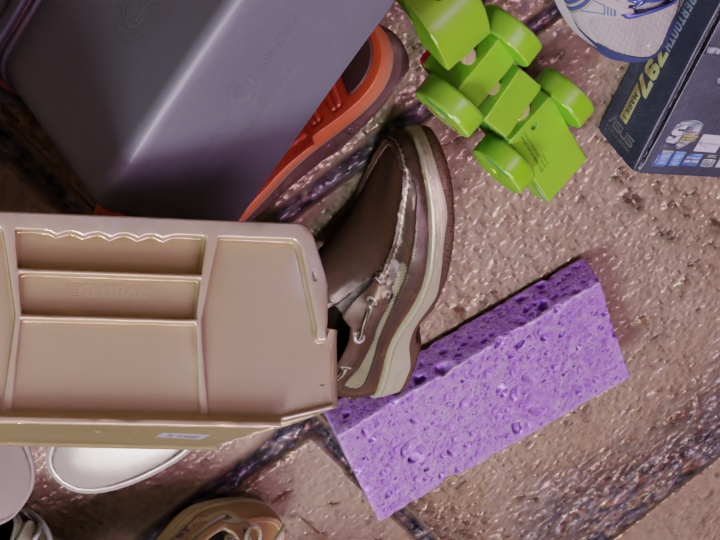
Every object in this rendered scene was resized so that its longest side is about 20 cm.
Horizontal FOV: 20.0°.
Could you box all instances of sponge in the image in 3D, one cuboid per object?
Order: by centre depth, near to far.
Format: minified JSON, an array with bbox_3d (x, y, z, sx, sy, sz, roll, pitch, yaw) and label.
[{"bbox_3d":[0.079,0.079,1.339,0.199,0.030,0.112,-29,140,-5],"label":"sponge"}]

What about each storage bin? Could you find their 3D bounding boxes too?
[{"bbox_3d":[-0.071,-0.116,0.965,0.145,0.135,0.200,16,120,-42],"label":"storage bin"},{"bbox_3d":[-0.125,0.034,0.980,0.197,0.094,0.200,2,171,-13],"label":"storage bin"}]

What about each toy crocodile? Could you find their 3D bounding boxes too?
[{"bbox_3d":[0.075,-0.099,1.141,0.068,0.062,0.200,-51,144,-1],"label":"toy crocodile"}]

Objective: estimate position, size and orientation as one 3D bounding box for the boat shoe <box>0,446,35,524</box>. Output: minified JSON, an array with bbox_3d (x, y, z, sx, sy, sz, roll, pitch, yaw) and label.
[{"bbox_3d":[-0.248,0.079,1.111,0.067,0.057,0.200,-55,144,-8],"label":"boat shoe"}]

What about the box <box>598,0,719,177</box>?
[{"bbox_3d":[0.261,-0.130,1.238,0.199,0.051,0.158,1,128,-34],"label":"box"}]

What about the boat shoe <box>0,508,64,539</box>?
[{"bbox_3d":[-0.213,0.170,1.203,0.199,0.072,0.062,19,112,-43],"label":"boat shoe"}]

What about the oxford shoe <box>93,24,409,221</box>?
[{"bbox_3d":[-0.055,-0.060,1.084,0.200,0.072,0.073,-33,164,17],"label":"oxford shoe"}]

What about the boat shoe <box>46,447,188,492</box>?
[{"bbox_3d":[-0.098,0.051,1.162,0.067,0.057,0.200,43,107,-14],"label":"boat shoe"}]

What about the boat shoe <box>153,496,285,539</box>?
[{"bbox_3d":[-0.102,0.194,1.255,0.200,0.062,0.074,-23,112,-52],"label":"boat shoe"}]

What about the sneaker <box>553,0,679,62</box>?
[{"bbox_3d":[0.148,-0.173,1.092,0.075,0.088,0.200,-28,141,-9],"label":"sneaker"}]

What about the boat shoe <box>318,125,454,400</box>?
[{"bbox_3d":[0.002,0.004,1.182,0.074,0.075,0.203,-8,134,-19],"label":"boat shoe"}]
